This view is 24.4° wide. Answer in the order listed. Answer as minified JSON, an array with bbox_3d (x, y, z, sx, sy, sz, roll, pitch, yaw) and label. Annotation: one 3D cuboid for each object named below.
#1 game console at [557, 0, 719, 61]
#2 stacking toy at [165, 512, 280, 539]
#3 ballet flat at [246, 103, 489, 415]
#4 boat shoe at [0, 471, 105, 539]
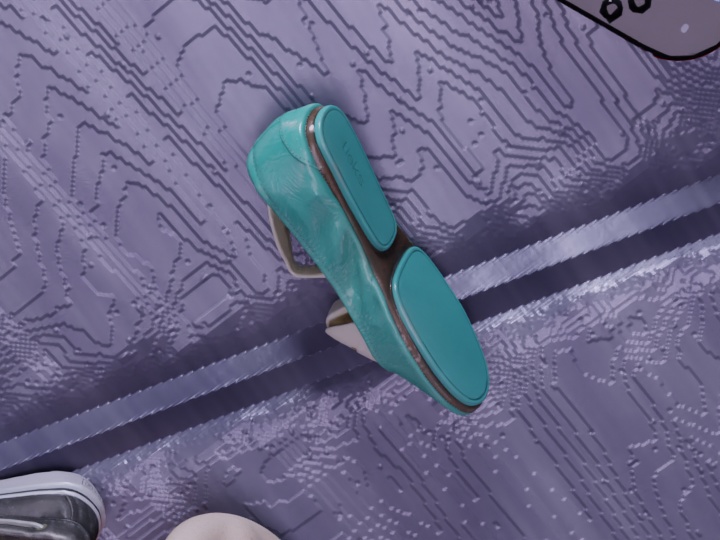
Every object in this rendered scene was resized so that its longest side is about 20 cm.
[{"bbox_3d":[0.154,-0.226,0.857,0.177,0.031,0.200,27,107,-10],"label":"game console"},{"bbox_3d":[-0.124,0.247,0.995,0.200,0.146,0.146,-34,108,27],"label":"stacking toy"},{"bbox_3d":[0.000,0.000,0.930,0.070,0.067,0.200,-19,111,33],"label":"ballet flat"},{"bbox_3d":[-0.250,0.169,0.981,0.199,0.071,0.072,-18,110,7],"label":"boat shoe"}]
